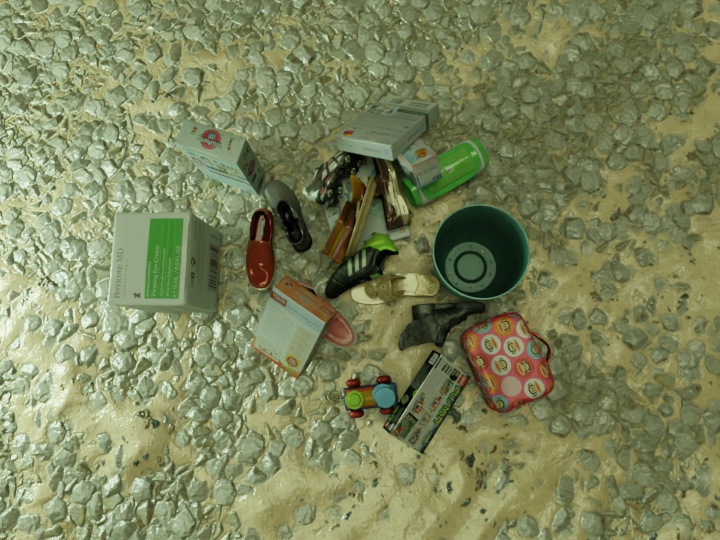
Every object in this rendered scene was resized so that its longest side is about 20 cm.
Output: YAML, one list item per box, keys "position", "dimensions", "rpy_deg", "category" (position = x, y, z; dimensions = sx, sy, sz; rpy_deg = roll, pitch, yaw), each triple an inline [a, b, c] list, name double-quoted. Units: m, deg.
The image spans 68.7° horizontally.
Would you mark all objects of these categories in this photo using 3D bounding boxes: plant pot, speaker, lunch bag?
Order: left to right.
- position: [0.198, -0.229, 1.238]
  dimensions: [0.199, 0.088, 0.089]
  rpy_deg: [-31, 80, -3]
  category: "speaker"
- position: [0.252, -0.023, 1.157]
  dimensions: [0.199, 0.161, 0.202]
  rpy_deg: [-1, 77, 3]
  category: "plant pot"
- position: [0.330, 0.194, 1.157]
  dimensions: [0.175, 0.082, 0.201]
  rpy_deg: [-22, 79, -2]
  category: "lunch bag"

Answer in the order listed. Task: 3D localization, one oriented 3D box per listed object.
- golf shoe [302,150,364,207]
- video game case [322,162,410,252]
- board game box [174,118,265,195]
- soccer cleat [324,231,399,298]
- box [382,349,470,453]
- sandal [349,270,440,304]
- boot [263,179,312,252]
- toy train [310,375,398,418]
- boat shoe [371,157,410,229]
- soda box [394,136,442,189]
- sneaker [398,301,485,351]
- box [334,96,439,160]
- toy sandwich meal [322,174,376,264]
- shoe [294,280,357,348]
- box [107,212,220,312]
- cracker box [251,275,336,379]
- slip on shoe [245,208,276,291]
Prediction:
- position: [-0.060, -0.243, 1.237]
  dimensions: [0.088, 0.077, 0.201]
  rpy_deg: [19, 64, 29]
  category: "golf shoe"
- position: [0.005, -0.150, 1.264]
  dimensions: [0.181, 0.022, 0.201]
  rpy_deg: [-17, 79, -1]
  category: "video game case"
- position: [-0.312, -0.254, 1.206]
  dimensions: [0.147, 0.200, 0.065]
  rpy_deg: [19, 81, 5]
  category: "board game box"
- position: [0.000, 0.000, 1.201]
  dimensions: [0.200, 0.067, 0.081]
  rpy_deg: [-45, 60, 4]
  category: "soccer cleat"
- position: [0.146, 0.285, 1.145]
  dimensions: [0.110, 0.035, 0.201]
  rpy_deg: [39, 82, -28]
  category: "box"
- position: [0.078, 0.033, 1.203]
  dimensions: [0.210, 0.070, 0.078]
  rpy_deg: [-3, 80, 2]
  category: "sandal"
- position: [-0.171, -0.142, 1.215]
  dimensions: [0.070, 0.132, 0.201]
  rpy_deg: [-32, 80, -3]
  category: "boot"
- position: [-0.017, 0.279, 1.141]
  dimensions: [0.198, 0.116, 0.085]
  rpy_deg: [-7, 79, 1]
  category: "toy train"
- position: [0.053, -0.190, 1.225]
  dimensions: [0.072, 0.072, 0.201]
  rpy_deg: [-19, 86, -3]
  category: "boat shoe"
- position: [0.112, -0.268, 1.205]
  dimensions: [0.063, 0.069, 0.200]
  rpy_deg: [-26, 42, -2]
  category: "soda box"
- position: [0.183, 0.127, 1.190]
  dimensions: [0.198, 0.060, 0.105]
  rpy_deg: [-3, 81, 6]
  category: "sneaker"
- position: [0.063, -0.327, 1.196]
  dimensions: [0.155, 0.041, 0.200]
  rpy_deg: [19, 49, 32]
  category: "box"
- position: [-0.024, -0.119, 1.159]
  dimensions: [0.070, 0.205, 0.207]
  rpy_deg: [17, 81, -3]
  category: "toy sandwich meal"
- position: [-0.090, 0.101, 1.188]
  dimensions: [0.200, 0.091, 0.072]
  rpy_deg: [42, 84, 9]
  category: "shoe"
- position: [-0.425, -0.012, 1.169]
  dimensions: [0.170, 0.200, 0.201]
  rpy_deg: [0, 81, 5]
  category: "box"
- position: [-0.148, 0.126, 1.143]
  dimensions: [0.134, 0.201, 0.058]
  rpy_deg: [34, 39, 8]
  category: "cracker box"
- position: [-0.236, -0.051, 1.238]
  dimensions: [0.073, 0.061, 0.202]
  rpy_deg: [2, 81, 1]
  category: "slip on shoe"
